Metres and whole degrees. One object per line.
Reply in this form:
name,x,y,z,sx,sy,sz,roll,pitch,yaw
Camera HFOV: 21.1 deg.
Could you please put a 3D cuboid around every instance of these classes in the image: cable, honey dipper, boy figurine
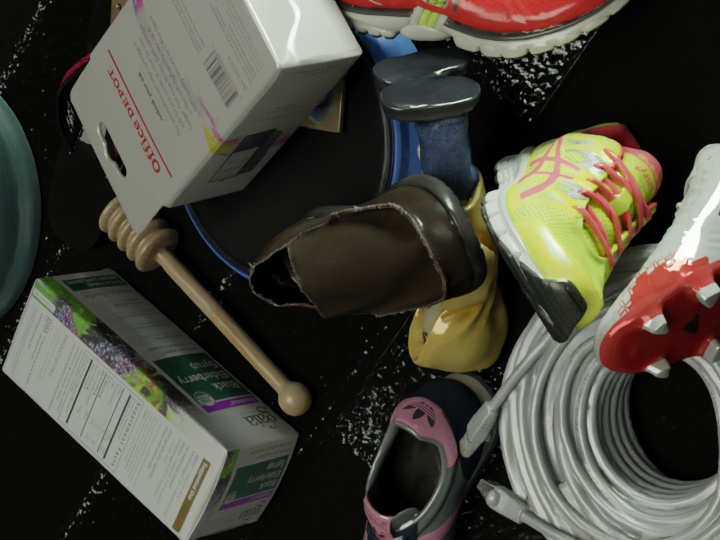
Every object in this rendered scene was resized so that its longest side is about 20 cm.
cable,0.172,0.086,1.079,0.200,0.069,0.201,39,115,26
honey dipper,-0.101,0.025,1.300,0.200,0.038,0.038,46,120,19
boy figurine,0.049,-0.030,1.135,0.064,0.125,0.201,-8,125,-2

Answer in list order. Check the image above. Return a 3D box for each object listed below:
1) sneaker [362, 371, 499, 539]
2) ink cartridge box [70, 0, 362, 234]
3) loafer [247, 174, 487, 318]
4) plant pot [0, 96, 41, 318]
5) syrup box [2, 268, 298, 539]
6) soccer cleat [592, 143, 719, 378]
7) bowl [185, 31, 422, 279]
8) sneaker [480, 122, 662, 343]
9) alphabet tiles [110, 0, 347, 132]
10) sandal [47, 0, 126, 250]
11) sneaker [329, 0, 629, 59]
sneaker,0.022,0.158,1.190,0.070,0.082,0.202,26,114,29
ink cartridge box,-0.094,-0.120,1.181,0.200,0.067,0.118,-43,69,47
loafer,0.000,0.000,1.084,0.200,0.071,0.073,-14,105,61
plant pot,-0.350,-0.045,1.412,0.199,0.134,0.203,6,100,36
syrup box,-0.144,0.088,1.308,0.200,0.078,0.082,38,116,27
soccer cleat,0.188,-0.021,1.002,0.085,0.199,0.069,43,164,36
bowl,-0.041,-0.083,1.235,0.199,0.039,0.203,5,99,36
sneaker,0.120,-0.034,1.039,0.090,0.200,0.079,-26,111,15
alphabet tiles,-0.084,-0.183,1.227,0.199,0.008,0.169,12,102,36
sandal,-0.181,-0.105,1.333,0.075,0.045,0.202,30,113,30
sneaker,0.059,-0.174,1.090,0.198,0.077,0.085,6,130,27
